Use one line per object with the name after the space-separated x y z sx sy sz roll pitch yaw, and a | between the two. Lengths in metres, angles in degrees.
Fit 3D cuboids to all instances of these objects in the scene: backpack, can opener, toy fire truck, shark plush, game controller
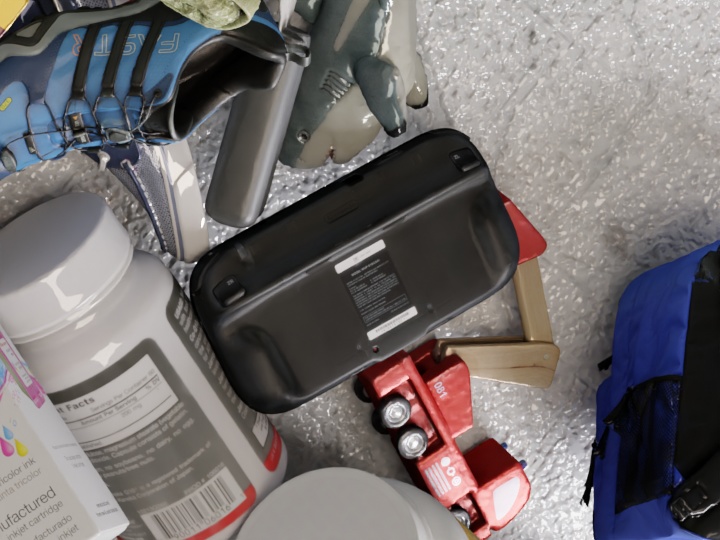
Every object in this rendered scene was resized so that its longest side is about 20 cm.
0.219 0.087 1.732 0.162 0.168 0.201 17 70 -29 | backpack
-0.058 -0.125 1.592 0.066 0.053 0.201 13 102 5 | can opener
0.071 0.060 1.728 0.141 0.049 0.200 -32 117 -8 | toy fire truck
-0.013 -0.155 1.612 0.083 0.091 0.201 1 117 12 | shark plush
0.000 0.000 1.625 0.200 0.042 0.105 -29 108 -20 | game controller

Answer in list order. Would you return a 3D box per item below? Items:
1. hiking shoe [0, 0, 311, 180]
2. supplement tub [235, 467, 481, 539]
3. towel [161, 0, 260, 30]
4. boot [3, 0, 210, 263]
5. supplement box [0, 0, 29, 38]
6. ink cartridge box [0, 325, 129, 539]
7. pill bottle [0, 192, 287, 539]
-0.132 -0.097 1.494 0.200 0.087 0.074 -31 141 -7 | hiking shoe
0.019 0.206 1.648 0.144 0.144 0.200 -46 144 0 | supplement tub
-0.132 -0.216 1.491 0.199 0.149 0.037 25 140 -8 | towel
-0.151 -0.089 1.587 0.090 0.073 0.201 -18 106 -6 | boot
-0.309 -0.126 1.451 0.197 0.133 0.200 37 94 -15 | supplement box
-0.241 0.095 1.506 0.144 0.085 0.200 -35 84 5 | ink cartridge box
-0.136 0.060 1.615 0.114 0.114 0.200 -35 117 -5 | pill bottle
